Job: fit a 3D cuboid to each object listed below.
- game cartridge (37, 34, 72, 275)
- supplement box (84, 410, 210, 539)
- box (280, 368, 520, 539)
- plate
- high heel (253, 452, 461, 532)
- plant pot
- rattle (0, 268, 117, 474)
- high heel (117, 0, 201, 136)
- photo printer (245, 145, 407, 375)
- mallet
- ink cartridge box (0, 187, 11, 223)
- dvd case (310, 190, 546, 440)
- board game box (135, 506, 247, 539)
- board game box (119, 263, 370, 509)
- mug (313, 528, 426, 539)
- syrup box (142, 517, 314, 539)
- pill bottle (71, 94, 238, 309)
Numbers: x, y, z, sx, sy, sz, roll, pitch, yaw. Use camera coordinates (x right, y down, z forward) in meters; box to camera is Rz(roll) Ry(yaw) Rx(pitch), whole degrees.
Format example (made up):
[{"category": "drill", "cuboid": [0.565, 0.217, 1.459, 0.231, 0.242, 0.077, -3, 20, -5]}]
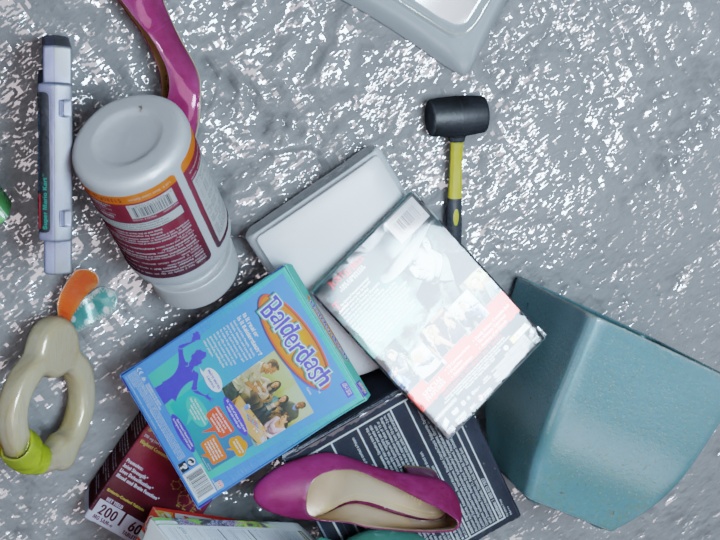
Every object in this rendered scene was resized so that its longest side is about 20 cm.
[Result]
[{"category": "game cartridge", "cuboid": [-0.282, -0.109, 1.039, 0.038, 0.130, 0.204, 1, 104, -12]}, {"category": "supplement box", "cuboid": [-0.190, 0.190, 1.179, 0.108, 0.061, 0.202, 33, 94, -19]}, {"category": "box", "cuboid": [0.033, 0.208, 1.205, 0.196, 0.123, 0.202, -28, 108, -6]}, {"category": "plate", "cuboid": [0.079, -0.328, 1.121, 0.197, 0.032, 0.202, 28, 96, -18]}, {"category": "high heel", "cuboid": [-0.002, 0.221, 1.086, 0.196, 0.096, 0.069, -4, 105, -12]}, {"category": "plant pot", "cuboid": [0.240, 0.151, 1.195, 0.193, 0.196, 0.203, 22, 95, -18]}, {"category": "rattle", "cuboid": [-0.335, 0.094, 1.135, 0.129, 0.141, 0.204, 8, 88, -48]}, {"category": "high heel", "cuboid": [-0.202, -0.203, 1.062, 0.094, 0.067, 0.204, -4, 101, -23]}, {"category": "photo printer", "cuboid": [0.000, 0.000, 1.165, 0.165, 0.069, 0.202, -33, 106, -3]}, {"category": "mallet", "cuboid": [0.090, -0.085, 1.189, 0.065, 0.041, 0.204, 2, 108, -15]}, {"category": "ink cartridge box", "cuboid": [-0.437, -0.096, 1.028, 0.145, 0.084, 0.202, -33, 110, -3]}, {"category": "dvd case", "cuboid": [0.068, 0.044, 1.117, 0.146, 0.022, 0.200, -45, 95, -7]}, {"category": "board game box", "cuboid": [-0.165, 0.336, 1.188, 0.198, 0.046, 0.153, 22, 100, -45]}, {"category": "board game box", "cuboid": [-0.112, 0.112, 1.100, 0.198, 0.045, 0.154, -32, 87, 6]}, {"category": "mug", "cuboid": [0.022, 0.317, 1.100, 0.149, 0.114, 0.188, -17, 112, -13]}, {"category": "syrup box", "cuboid": [-0.124, 0.301, 1.110, 0.198, 0.081, 0.080, 15, 104, -46]}, {"category": "pill bottle", "cuboid": [-0.183, -0.057, 1.048, 0.108, 0.110, 0.201, -25, 143, -6]}]
